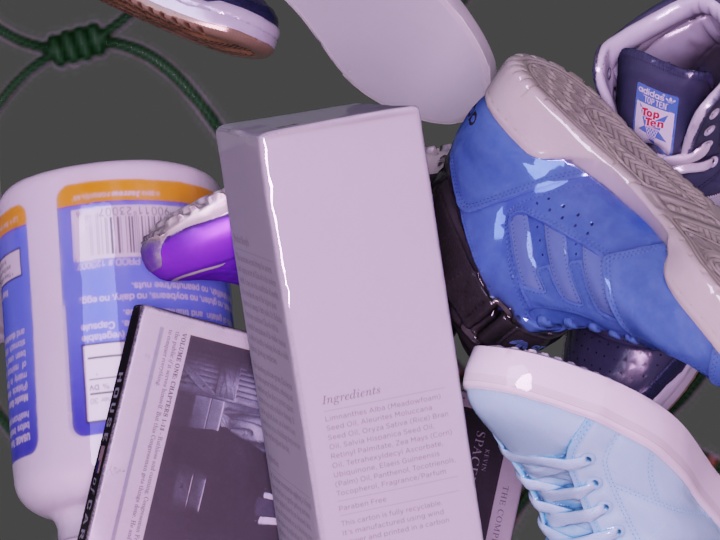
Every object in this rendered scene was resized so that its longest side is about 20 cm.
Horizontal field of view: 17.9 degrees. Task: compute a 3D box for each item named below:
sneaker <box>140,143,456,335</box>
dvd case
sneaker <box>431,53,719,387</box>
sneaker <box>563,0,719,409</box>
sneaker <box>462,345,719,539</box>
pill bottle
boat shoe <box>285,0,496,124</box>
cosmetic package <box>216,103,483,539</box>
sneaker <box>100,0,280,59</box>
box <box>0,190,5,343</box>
[{"bbox_3d":[0.000,0.000,1.054,0.199,0.070,0.100,-10,88,-22],"label":"sneaker"},{"bbox_3d":[-0.025,0.113,1.036,0.199,0.025,0.151,15,82,-18],"label":"dvd case"},{"bbox_3d":[0.102,0.012,0.964,0.200,0.077,0.111,47,118,23],"label":"sneaker"},{"bbox_3d":[0.130,-0.030,1.025,0.070,0.108,0.201,21,83,28],"label":"sneaker"},{"bbox_3d":[0.106,0.107,0.967,0.074,0.200,0.082,-3,56,48],"label":"sneaker"},{"bbox_3d":[-0.112,0.057,1.087,0.111,0.112,0.201,-9,76,14],"label":"pill bottle"},{"bbox_3d":[-0.008,-0.155,1.122,0.200,0.064,0.071,42,124,-2],"label":"boat shoe"},{"bbox_3d":[-0.005,0.033,0.968,0.071,0.101,0.201,-11,98,-13],"label":"cosmetic package"},{"bbox_3d":[-0.110,-0.188,1.162,0.199,0.070,0.109,26,88,23],"label":"sneaker"},{"bbox_3d":[-0.301,-0.023,1.112,0.198,0.200,0.131,-13,74,13],"label":"box"}]
